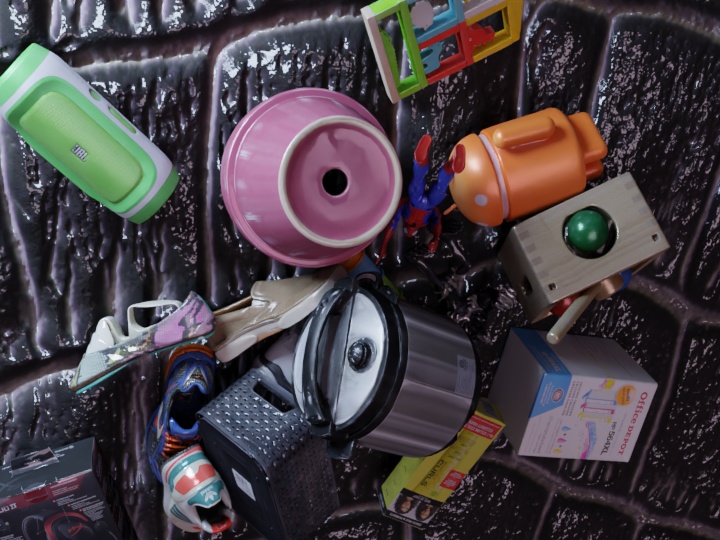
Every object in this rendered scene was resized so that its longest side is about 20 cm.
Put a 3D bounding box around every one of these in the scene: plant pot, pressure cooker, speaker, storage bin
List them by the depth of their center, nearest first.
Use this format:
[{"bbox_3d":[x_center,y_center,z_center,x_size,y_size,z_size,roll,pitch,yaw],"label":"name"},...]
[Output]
[{"bbox_3d":[-0.289,-0.141,0.914,0.088,0.089,0.200,-43,117,7],"label":"speaker"},{"bbox_3d":[-0.041,-0.096,0.920,0.197,0.179,0.203,-2,98,-16],"label":"plant pot"},{"bbox_3d":[0.018,0.109,0.975,0.199,0.177,0.179,21,118,-39],"label":"pressure cooker"},{"bbox_3d":[-0.113,0.239,1.072,0.094,0.135,0.202,-38,139,-29],"label":"storage bin"}]

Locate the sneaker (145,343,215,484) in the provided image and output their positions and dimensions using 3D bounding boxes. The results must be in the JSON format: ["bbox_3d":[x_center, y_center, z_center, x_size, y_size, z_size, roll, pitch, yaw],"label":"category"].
[{"bbox_3d":[-0.228,0.193,1.086,0.074,0.079,0.202,6,114,-16],"label":"sneaker"}]

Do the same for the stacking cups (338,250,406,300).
[{"bbox_3d":[0.000,0.000,1.074,0.060,0.061,0.201,-35,115,3],"label":"stacking cups"}]

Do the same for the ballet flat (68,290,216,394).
[{"bbox_3d":[-0.268,0.078,1.029,0.198,0.069,0.072,-24,98,9],"label":"ballet flat"}]

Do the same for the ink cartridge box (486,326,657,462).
[{"bbox_3d":[0.298,0.172,1.189,0.197,0.125,0.130,7,112,-17],"label":"ink cartridge box"}]

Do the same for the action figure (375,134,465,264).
[{"bbox_3d":[0.067,-0.063,0.990,0.064,0.200,0.100,16,71,0],"label":"action figure"}]

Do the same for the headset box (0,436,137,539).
[{"bbox_3d":[-0.385,0.315,1.103,0.147,0.075,0.202,-17,117,-7],"label":"headset box"}]

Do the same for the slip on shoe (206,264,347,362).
[{"bbox_3d":[-0.108,0.039,1.042,0.199,0.076,0.061,-31,99,23],"label":"slip on shoe"}]

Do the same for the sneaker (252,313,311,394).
[{"bbox_3d":[-0.030,0.132,1.112,0.199,0.075,0.115,31,106,-22],"label":"sneaker"}]

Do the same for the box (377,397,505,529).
[{"bbox_3d":[0.106,0.254,1.161,0.075,0.050,0.201,26,110,-22],"label":"box"}]

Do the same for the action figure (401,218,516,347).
[{"bbox_3d":[0.128,0.041,1.099,0.118,0.102,0.201,-34,116,-8],"label":"action figure"}]

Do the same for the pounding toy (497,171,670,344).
[{"bbox_3d":[0.261,-0.003,1.033,0.182,0.200,0.143,-25,79,-2],"label":"pounding toy"}]

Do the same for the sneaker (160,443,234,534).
[{"bbox_3d":[-0.202,0.306,1.098,0.070,0.094,0.201,-27,148,-25],"label":"sneaker"}]

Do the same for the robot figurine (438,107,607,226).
[{"bbox_3d":[0.190,-0.120,1.031,0.198,0.144,0.118,-18,99,-2],"label":"robot figurine"}]

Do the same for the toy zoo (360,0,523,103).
[{"bbox_3d":[0.107,-0.280,0.959,0.198,0.021,0.132,-27,144,-1],"label":"toy zoo"}]
